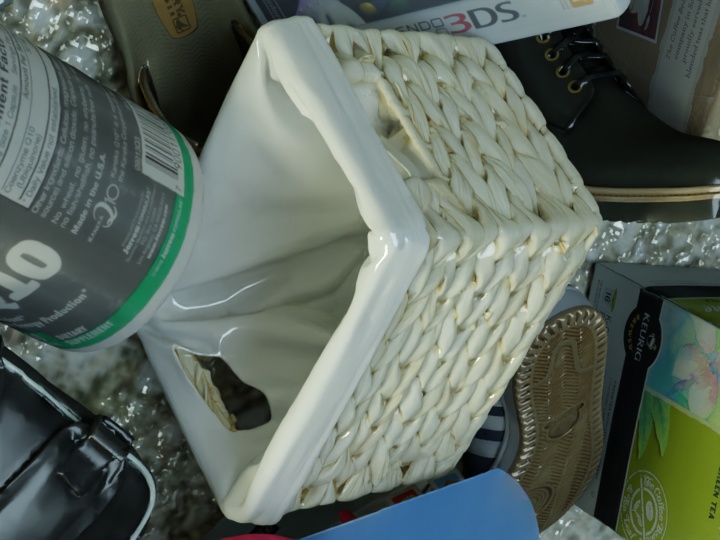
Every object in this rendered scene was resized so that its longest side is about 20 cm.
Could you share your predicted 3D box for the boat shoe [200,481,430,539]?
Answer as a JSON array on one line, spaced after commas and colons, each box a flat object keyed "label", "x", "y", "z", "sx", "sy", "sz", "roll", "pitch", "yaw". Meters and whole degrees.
[{"label": "boat shoe", "x": -0.026, "y": 0.149, "z": 1.193, "sx": 0.200, "sy": 0.071, "sz": 0.091, "roll": -39, "pitch": 134, "yaw": -15}]

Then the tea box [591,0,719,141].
[{"label": "tea box", "x": 0.236, "y": -0.165, "z": 1.165, "sx": 0.196, "sy": 0.134, "sz": 0.201, "roll": 1, "pitch": 116, "yaw": -27}]

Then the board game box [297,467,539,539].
[{"label": "board game box", "x": -0.007, "y": 0.163, "z": 1.142, "sx": 0.199, "sy": 0.039, "sz": 0.159, "roll": -17, "pitch": 131, "yaw": -28}]

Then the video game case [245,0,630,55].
[{"label": "video game case", "x": -0.001, "y": -0.177, "z": 1.047, "sx": 0.200, "sy": 0.181, "sz": 0.023, "roll": 59, "pitch": 41, "yaw": -28}]

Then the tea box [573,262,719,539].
[{"label": "tea box", "x": 0.240, "y": 0.088, "z": 1.233, "sx": 0.199, "sy": 0.197, "sz": 0.134, "roll": 3, "pitch": 104, "yaw": -28}]

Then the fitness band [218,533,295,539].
[{"label": "fitness band", "x": -0.076, "y": 0.197, "z": 1.033, "sx": 0.200, "sy": 0.037, "sz": 0.144, "roll": -26, "pitch": 114, "yaw": -26}]

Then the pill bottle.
[{"label": "pill bottle", "x": -0.170, "y": -0.049, "z": 1.004, "sx": 0.200, "sy": 0.113, "sz": 0.113, "roll": 30, "pitch": 90, "yaw": -43}]

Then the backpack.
[{"label": "backpack", "x": -0.212, "y": 0.118, "z": 1.029, "sx": 0.177, "sy": 0.150, "sz": 0.200, "roll": 40, "pitch": 76, "yaw": -25}]

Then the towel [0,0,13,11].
[{"label": "towel", "x": -0.238, "y": -0.165, "z": 0.998, "sx": 0.192, "sy": 0.035, "sz": 0.200, "roll": -36, "pitch": 119, "yaw": -14}]

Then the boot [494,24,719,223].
[{"label": "boot", "x": 0.098, "y": -0.101, "z": 1.102, "sx": 0.077, "sy": 0.200, "sz": 0.139, "roll": -8, "pitch": 107, "yaw": -48}]

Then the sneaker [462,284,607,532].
[{"label": "sneaker", "x": 0.068, "y": 0.051, "z": 1.214, "sx": 0.070, "sy": 0.109, "sz": 0.200, "roll": -25, "pitch": 145, "yaw": -22}]

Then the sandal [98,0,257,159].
[{"label": "sandal", "x": -0.064, "y": -0.080, "z": 1.095, "sx": 0.080, "sy": 0.054, "sz": 0.200, "roll": -30, "pitch": 128, "yaw": -9}]

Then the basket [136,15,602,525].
[{"label": "basket", "x": 0.000, "y": 0.000, "z": 1.070, "sx": 0.123, "sy": 0.136, "sz": 0.200, "roll": -5, "pitch": 141, "yaw": -34}]
